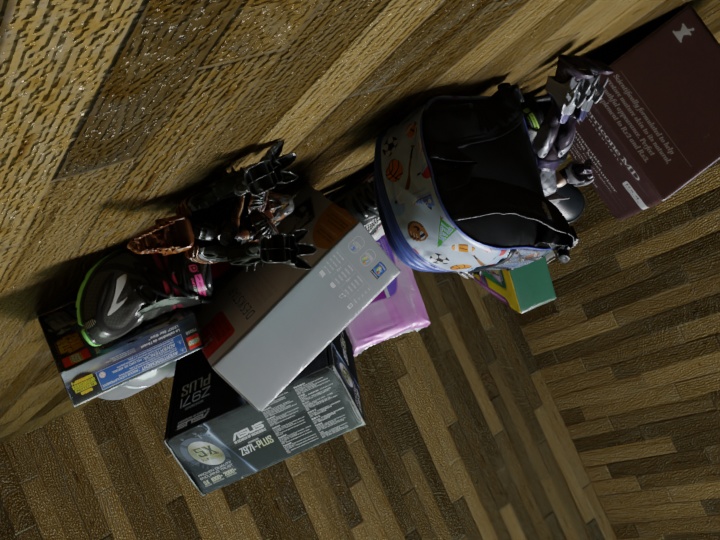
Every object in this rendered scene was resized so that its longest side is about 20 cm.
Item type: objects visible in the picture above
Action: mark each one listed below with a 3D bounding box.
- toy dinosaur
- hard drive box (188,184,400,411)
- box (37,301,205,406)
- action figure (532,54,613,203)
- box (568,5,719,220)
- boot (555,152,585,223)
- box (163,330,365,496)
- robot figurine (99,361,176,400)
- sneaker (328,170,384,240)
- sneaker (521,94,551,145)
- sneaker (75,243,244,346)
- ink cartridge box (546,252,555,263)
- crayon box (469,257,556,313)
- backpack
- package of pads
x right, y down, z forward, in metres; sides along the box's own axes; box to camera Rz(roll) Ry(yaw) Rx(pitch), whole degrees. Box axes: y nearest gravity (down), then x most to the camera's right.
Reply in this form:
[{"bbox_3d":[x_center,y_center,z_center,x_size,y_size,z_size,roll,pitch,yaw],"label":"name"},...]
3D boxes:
[{"bbox_3d":[-0.115,-0.036,0.766,0.134,0.103,0.201,-8,-151,34],"label":"toy dinosaur"},{"bbox_3d":[-0.077,0.023,0.924,0.200,0.077,0.156,-45,-150,-4],"label":"hard drive box"},{"bbox_3d":[-0.253,0.063,0.920,0.135,0.041,0.199,-24,-159,-19],"label":"box"},{"bbox_3d":[0.212,-0.137,0.993,0.128,0.069,0.203,-8,127,-38],"label":"action figure"},{"bbox_3d":[0.361,-0.185,1.103,0.163,0.167,0.200,-36,176,0],"label":"box"},{"bbox_3d":[0.246,-0.134,1.219,0.077,0.198,0.168,-64,-173,-10],"label":"boot"},{"bbox_3d":[-0.106,0.131,0.989,0.197,0.087,0.165,-24,-152,7],"label":"box"},{"bbox_3d":[-0.293,0.096,1.112,0.167,0.115,0.199,17,155,-28],"label":"robot figurine"},{"bbox_3d":[0.033,-0.102,1.065,0.198,0.081,0.087,-33,166,-14],"label":"sneaker"},{"bbox_3d":[0.174,-0.169,1.055,0.198,0.071,0.083,-30,176,-37],"label":"sneaker"},{"bbox_3d":[-0.183,0.005,0.848,0.083,0.078,0.199,0,-153,46],"label":"sneaker"},{"bbox_3d":[0.214,-0.085,1.388,0.082,0.203,0.146,-26,176,28],"label":"ink cartridge box"},{"bbox_3d":[0.169,-0.060,1.161,0.057,0.175,0.200,-21,-160,-9],"label":"crayon box"},{"bbox_3d":[0.097,-0.084,0.889,0.153,0.203,0.189,-29,162,34],"label":"backpack"},{"bbox_3d":[0.000,0.000,1.140,0.119,0.203,0.076,-20,180,-18],"label":"package of pads"}]
